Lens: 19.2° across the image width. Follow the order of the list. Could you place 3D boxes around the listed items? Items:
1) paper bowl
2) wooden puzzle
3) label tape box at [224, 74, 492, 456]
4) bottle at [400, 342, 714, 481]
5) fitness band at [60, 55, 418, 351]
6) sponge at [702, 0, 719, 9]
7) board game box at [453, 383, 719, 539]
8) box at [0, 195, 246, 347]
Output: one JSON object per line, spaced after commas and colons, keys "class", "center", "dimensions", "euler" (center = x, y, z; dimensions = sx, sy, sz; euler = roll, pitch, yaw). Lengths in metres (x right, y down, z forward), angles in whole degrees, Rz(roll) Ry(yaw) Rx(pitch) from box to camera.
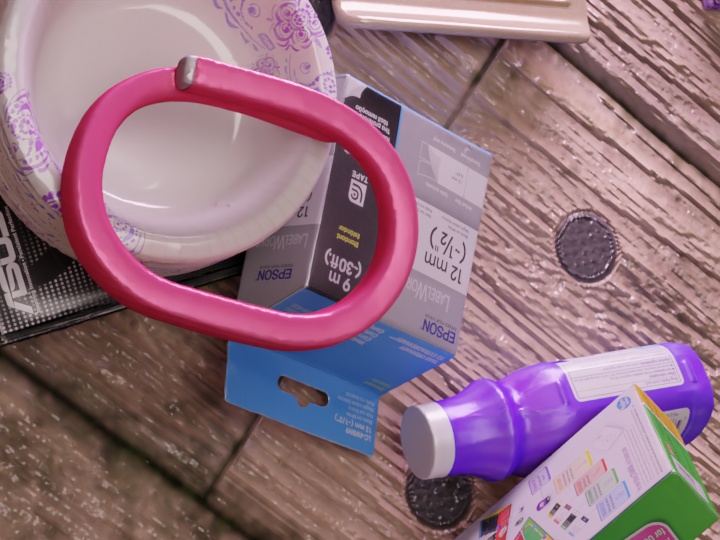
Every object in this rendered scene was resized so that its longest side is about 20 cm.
{"class": "paper bowl", "center": [-0.123, -0.095, 1.206], "dimensions": [0.201, 0.104, 0.201], "euler": [5, 79, -26]}
{"class": "wooden puzzle", "center": [0.061, -0.246, 1.408], "dimensions": [0.185, 0.037, 0.200], "euler": [1, 76, -24]}
{"class": "label tape box", "center": [0.000, 0.000, 1.291], "dimensions": [0.143, 0.066, 0.200], "euler": [25, 68, -44]}
{"class": "bottle", "center": [0.123, 0.094, 1.347], "dimensions": [0.200, 0.084, 0.065], "euler": [-8, 63, -25]}
{"class": "fitness band", "center": [-0.062, -0.034, 1.148], "dimensions": [0.200, 0.037, 0.144], "euler": [15, 76, -22]}
{"class": "sponge", "center": [0.327, -0.244, 1.529], "dimensions": [0.200, 0.030, 0.112], "euler": [-4, 83, -25]}
{"class": "board game box", "center": [0.109, 0.167, 1.245], "dimensions": [0.200, 0.153, 0.040], "euler": [-42, 102, 10]}
{"class": "box", "center": [-0.160, -0.074, 1.267], "dimensions": [0.193, 0.048, 0.200], "euler": [-16, 88, -29]}
